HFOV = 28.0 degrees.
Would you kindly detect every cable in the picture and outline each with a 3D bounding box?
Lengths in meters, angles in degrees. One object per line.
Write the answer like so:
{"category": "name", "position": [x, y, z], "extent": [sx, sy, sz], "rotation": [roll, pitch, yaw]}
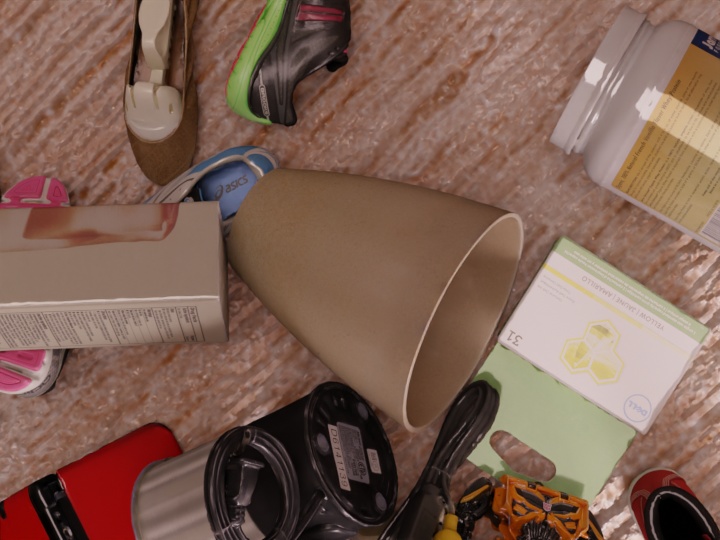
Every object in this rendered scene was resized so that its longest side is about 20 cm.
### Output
{"category": "cable", "position": [0.062, 0.182, 1.140], "extent": [0.050, 0.097, 0.201], "rotation": [40, 51, -16]}

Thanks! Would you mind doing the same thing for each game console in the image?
{"category": "game console", "position": [-0.213, 0.262, 1.243], "extent": [0.172, 0.118, 0.201], "rotation": [-31, 85, 37]}

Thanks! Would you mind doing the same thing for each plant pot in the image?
{"category": "plant pot", "position": [0.000, 0.000, 1.154], "extent": [0.199, 0.187, 0.188], "rotation": [26, 93, 21]}

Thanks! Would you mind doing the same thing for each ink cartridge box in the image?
{"category": "ink cartridge box", "position": [0.172, 0.094, 1.184], "extent": [0.145, 0.048, 0.201], "rotation": [32, 91, 6]}

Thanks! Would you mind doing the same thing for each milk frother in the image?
{"category": "milk frother", "position": [-0.101, 0.178, 1.102], "extent": [0.187, 0.200, 0.181], "rotation": [-27, 44, 27]}

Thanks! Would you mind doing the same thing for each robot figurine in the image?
{"category": "robot figurine", "position": [0.132, 0.245, 1.117], "extent": [0.144, 0.058, 0.201], "rotation": [18, 49, -6]}

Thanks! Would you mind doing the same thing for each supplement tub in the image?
{"category": "supplement tub", "position": [0.263, -0.105, 1.125], "extent": [0.199, 0.144, 0.145], "rotation": [30, 93, 6]}

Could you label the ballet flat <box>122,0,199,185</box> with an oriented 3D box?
{"category": "ballet flat", "position": [-0.170, -0.174, 1.215], "extent": [0.067, 0.072, 0.202], "rotation": [6, 90, 7]}

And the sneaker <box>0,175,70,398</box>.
{"category": "sneaker", "position": [-0.279, 0.020, 1.228], "extent": [0.073, 0.088, 0.201], "rotation": [-1, 66, 1]}

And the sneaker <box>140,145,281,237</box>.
{"category": "sneaker", "position": [-0.154, -0.040, 1.212], "extent": [0.199, 0.072, 0.072], "rotation": [-36, 87, 7]}

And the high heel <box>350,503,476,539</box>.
{"category": "high heel", "position": [0.027, 0.282, 1.196], "extent": [0.199, 0.071, 0.143], "rotation": [-24, 98, 4]}

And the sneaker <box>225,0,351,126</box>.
{"category": "sneaker", "position": [-0.039, -0.211, 1.208], "extent": [0.083, 0.077, 0.201], "rotation": [29, 96, -11]}

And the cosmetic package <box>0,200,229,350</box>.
{"category": "cosmetic package", "position": [-0.205, 0.005, 1.131], "extent": [0.198, 0.104, 0.088], "rotation": [-1, 67, -3]}

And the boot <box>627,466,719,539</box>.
{"category": "boot", "position": [0.276, 0.252, 1.120], "extent": [0.072, 0.144, 0.201], "rotation": [-32, 87, 4]}
